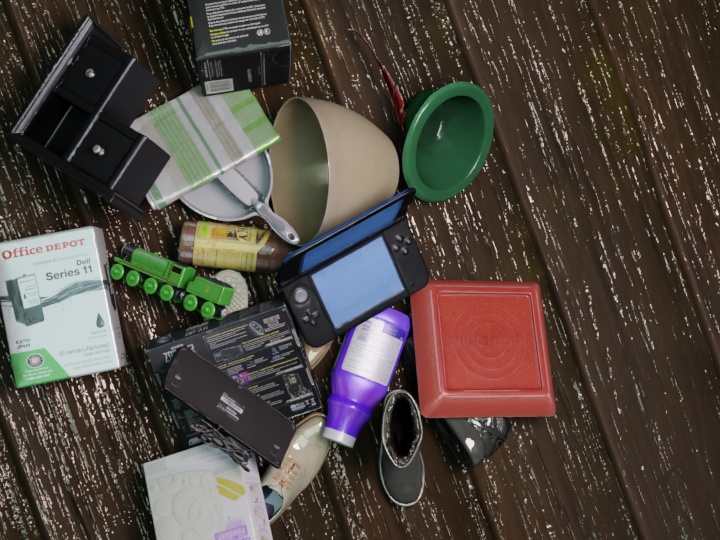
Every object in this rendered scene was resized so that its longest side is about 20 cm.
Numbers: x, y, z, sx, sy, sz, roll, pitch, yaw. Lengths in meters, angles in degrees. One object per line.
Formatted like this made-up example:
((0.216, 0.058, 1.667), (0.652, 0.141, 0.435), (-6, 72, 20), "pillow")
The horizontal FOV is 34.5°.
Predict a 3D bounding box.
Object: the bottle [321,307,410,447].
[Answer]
((0.002, 0.145, 1.617), (0.083, 0.065, 0.200), (21, 79, -7), "bottle")

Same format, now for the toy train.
((-0.258, 0.013, 1.582), (0.200, 0.042, 0.057), (21, 93, 25), "toy train")

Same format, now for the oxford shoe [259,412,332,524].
((-0.100, 0.288, 1.614), (0.071, 0.074, 0.200), (34, 87, -4), "oxford shoe")

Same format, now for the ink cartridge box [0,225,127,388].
((-0.411, 0.048, 1.586), (0.146, 0.083, 0.201), (-11, 89, -6), "ink cartridge box")

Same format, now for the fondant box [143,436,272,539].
((-0.202, 0.339, 1.564), (0.144, 0.058, 0.201), (-20, 72, 15), "fondant box")

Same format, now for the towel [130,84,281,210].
((-0.226, -0.182, 1.608), (0.200, 0.031, 0.149), (-29, 65, -7), "towel")

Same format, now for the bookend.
((-0.332, -0.203, 1.554), (0.200, 0.092, 0.199), (32, 86, 22), "bookend")

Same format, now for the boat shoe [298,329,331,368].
((-0.053, 0.059, 1.624), (0.074, 0.069, 0.200), (30, 87, -4), "boat shoe")

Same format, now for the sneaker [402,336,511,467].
((0.143, 0.168, 1.642), (0.114, 0.076, 0.200), (-29, 76, -25), "sneaker")

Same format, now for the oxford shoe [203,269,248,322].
((-0.191, 0.092, 1.622), (0.075, 0.058, 0.201), (4, 104, -11), "oxford shoe")

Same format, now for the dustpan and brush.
((-0.152, -0.101, 1.598), (0.200, 0.057, 0.140), (44, 87, 11), "dustpan and brush")

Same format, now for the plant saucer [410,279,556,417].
((0.175, 0.103, 1.614), (0.199, 0.037, 0.201), (1, 70, -14), "plant saucer")

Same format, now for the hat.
((0.076, -0.221, 1.661), (0.165, 0.176, 0.201), (-4, 116, -41), "hat")

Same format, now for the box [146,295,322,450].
((-0.171, 0.141, 1.585), (0.199, 0.044, 0.161), (-19, 108, 1), "box")

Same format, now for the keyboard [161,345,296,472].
((-0.184, 0.195, 1.541), (0.200, 0.040, 0.104), (37, 47, -13), "keyboard")

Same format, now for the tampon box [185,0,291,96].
((-0.172, -0.361, 1.564), (0.126, 0.150, 0.201), (-10, 79, -5), "tampon box")

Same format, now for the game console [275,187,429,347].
((0.000, 0.000, 1.520), (0.200, 0.118, 0.171), (-29, 111, -12), "game console")

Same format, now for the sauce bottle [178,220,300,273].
((-0.152, -0.030, 1.621), (0.199, 0.065, 0.065), (6, 89, -7), "sauce bottle")

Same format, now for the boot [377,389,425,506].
((0.059, 0.244, 1.565), (0.072, 0.200, 0.182), (-9, 90, -6), "boot")

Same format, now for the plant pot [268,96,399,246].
((-0.027, -0.136, 1.583), (0.134, 0.200, 0.201), (-4, 90, -28), "plant pot")
